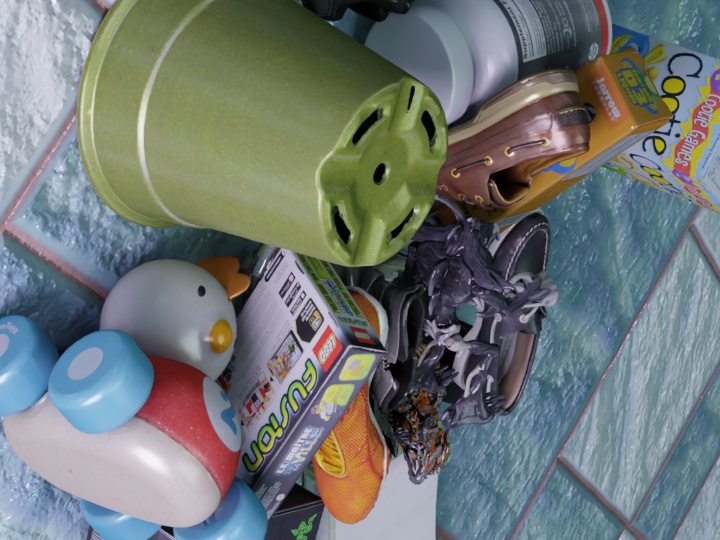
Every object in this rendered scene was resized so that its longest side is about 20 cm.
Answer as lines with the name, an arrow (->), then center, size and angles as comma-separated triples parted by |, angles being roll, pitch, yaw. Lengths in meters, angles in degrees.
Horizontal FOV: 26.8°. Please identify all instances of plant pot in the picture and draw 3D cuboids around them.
plant pot -> -0.049, -0.093, 0.986 | 0.199, 0.189, 0.202 | -29, 132, -40

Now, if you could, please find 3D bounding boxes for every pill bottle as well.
pill bottle -> 0.100, -0.175, 1.191 | 0.199, 0.115, 0.117 | -23, 128, -42

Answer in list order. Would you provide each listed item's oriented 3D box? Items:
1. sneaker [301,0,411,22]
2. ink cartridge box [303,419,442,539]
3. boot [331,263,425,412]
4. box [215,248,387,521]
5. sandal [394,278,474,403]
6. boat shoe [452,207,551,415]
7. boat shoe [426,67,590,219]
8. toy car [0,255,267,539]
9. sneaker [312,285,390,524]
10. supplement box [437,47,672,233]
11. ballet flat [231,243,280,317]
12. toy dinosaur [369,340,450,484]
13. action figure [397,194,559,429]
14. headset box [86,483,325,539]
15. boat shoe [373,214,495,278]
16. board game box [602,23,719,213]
sneaker -> 0.024, -0.237, 1.094 | 0.199, 0.070, 0.099 | -30, 132, -36
ink cartridge box -> 0.012, 0.240, 1.389 | 0.145, 0.048, 0.202 | -28, 131, -40
boot -> 0.000, 0.000, 1.155 | 0.067, 0.130, 0.202 | -28, 131, -40
box -> -0.068, 0.093, 1.056 | 0.034, 0.110, 0.201 | 12, 122, -41
sandal -> 0.078, 0.071, 1.375 | 0.077, 0.043, 0.200 | -58, 144, -9
boat shoe -> 0.134, 0.039, 1.317 | 0.073, 0.060, 0.202 | -13, 132, -39
boat shoe -> 0.092, -0.077, 1.135 | 0.071, 0.068, 0.199 | -9, 163, -45
toy car -> -0.128, 0.060, 1.013 | 0.201, 0.175, 0.185 | -59, 135, -29
sneaker -> -0.023, 0.108, 1.136 | 0.077, 0.072, 0.202 | -35, 131, -46
supplement box -> 0.144, -0.095, 1.193 | 0.199, 0.067, 0.068 | -35, 168, 35
ballet flat -> -0.075, 0.045, 1.137 | 0.069, 0.071, 0.202 | -13, 121, -40
toy dinosaur -> 0.019, 0.095, 1.285 | 0.135, 0.102, 0.201 | -36, 100, -40
action figure -> 0.082, 0.019, 1.174 | 0.102, 0.118, 0.202 | -35, 143, -40
headset box -> -0.130, 0.250, 1.173 | 0.173, 0.092, 0.202 | -3, 112, -52
boat shoe -> 0.072, -0.038, 1.294 | 0.199, 0.072, 0.062 | -8, 152, -50
board game box -> 0.258, -0.139, 1.342 | 0.105, 0.199, 0.104 | 33, 84, -54
